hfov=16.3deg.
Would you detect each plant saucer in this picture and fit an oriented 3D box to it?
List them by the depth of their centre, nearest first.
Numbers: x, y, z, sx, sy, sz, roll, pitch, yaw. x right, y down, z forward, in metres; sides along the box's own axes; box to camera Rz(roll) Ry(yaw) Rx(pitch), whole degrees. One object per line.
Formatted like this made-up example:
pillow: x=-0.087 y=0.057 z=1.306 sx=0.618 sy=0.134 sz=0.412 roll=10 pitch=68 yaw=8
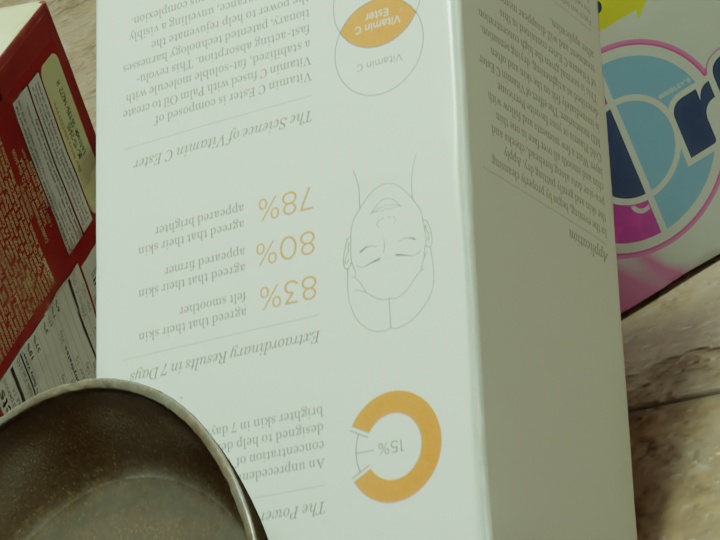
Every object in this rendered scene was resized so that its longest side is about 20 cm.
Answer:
plant saucer: x=-0.079 y=0.128 z=0.636 sx=0.199 sy=0.032 sz=0.202 roll=-26 pitch=54 yaw=41

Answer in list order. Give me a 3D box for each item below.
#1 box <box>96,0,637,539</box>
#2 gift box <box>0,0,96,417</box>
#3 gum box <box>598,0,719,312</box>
box: x=0.000 y=0.000 z=0.717 sx=0.124 sy=0.097 sz=0.202 roll=-13 pitch=68 yaw=29
gift box: x=-0.191 y=0.016 z=0.934 sx=0.185 sy=0.186 sz=0.200 roll=-7 pitch=24 yaw=19
gum box: x=0.075 y=-0.052 z=0.864 sx=0.199 sy=0.114 sz=0.066 roll=-31 pitch=23 yaw=-11
